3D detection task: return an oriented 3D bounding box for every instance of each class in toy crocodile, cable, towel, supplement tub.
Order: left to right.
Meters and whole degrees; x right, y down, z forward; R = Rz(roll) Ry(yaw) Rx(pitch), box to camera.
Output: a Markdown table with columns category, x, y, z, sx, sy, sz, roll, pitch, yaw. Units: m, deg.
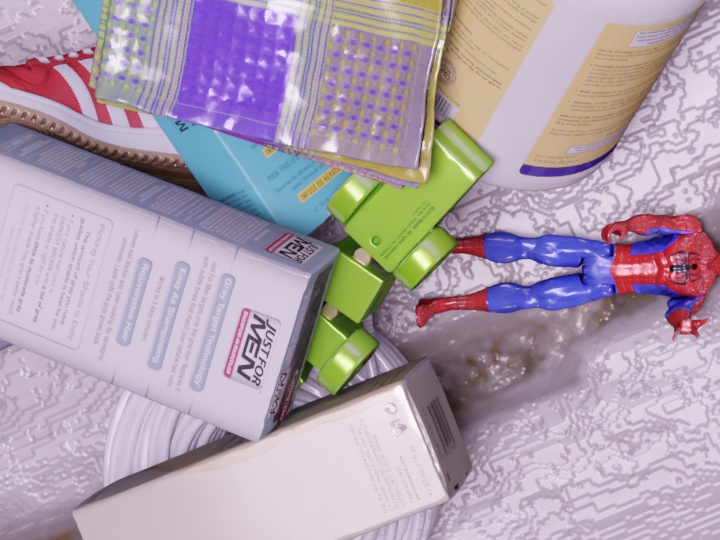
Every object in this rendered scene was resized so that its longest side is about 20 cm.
| category | x | y | z | sx | sy | sz | roll | pitch | yaw |
| --- | --- | --- | --- | --- | --- | --- | --- | --- | --- |
| cable | -0.051 | 0.115 | 1.564 | 0.199 | 0.069 | 0.201 | -23 | 92 | 12 |
| towel | -0.044 | -0.133 | 1.404 | 0.199 | 0.023 | 0.144 | 17 | 107 | 14 |
| toy crocodile | 0.000 | 0.000 | 1.460 | 0.067 | 0.062 | 0.200 | 39 | 111 | 5 |
| supplement tub | 0.108 | -0.155 | 1.432 | 0.145 | 0.145 | 0.200 | 34 | 135 | 5 |

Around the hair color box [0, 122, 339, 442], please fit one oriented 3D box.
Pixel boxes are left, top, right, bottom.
| category | x | y | z | sx | sy | sz | roll | pitch | yaw |
| --- | --- | --- | --- | --- | --- | --- | --- | --- | --- |
| hair color box | -0.122 | 0.005 | 1.432 | 0.199 | 0.061 | 0.099 | 21 | 109 | 11 |

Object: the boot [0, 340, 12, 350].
| category | x | y | z | sx | sy | sz | roll | pitch | yaw |
| --- | --- | --- | --- | --- | --- | --- | --- | --- | --- |
| boot | -0.181 | 0.016 | 1.572 | 0.090 | 0.073 | 0.200 | 42 | 100 | 9 |

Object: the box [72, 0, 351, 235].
| category | x | y | z | sx | sy | sz | roll | pitch | yaw |
| --- | --- | --- | --- | --- | --- | --- | --- | --- | --- |
| box | -0.078 | -0.112 | 1.492 | 0.082 | 0.049 | 0.200 | -41 | 101 | -32 |

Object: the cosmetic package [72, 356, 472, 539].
| category | x | y | z | sx | sy | sz | roll | pitch | yaw |
| --- | --- | --- | --- | --- | --- | --- | --- | --- | --- |
| cosmetic package | -0.046 | 0.121 | 1.477 | 0.199 | 0.104 | 0.073 | -21 | 92 | 10 |

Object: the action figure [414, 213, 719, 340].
| category | x | y | z | sx | sy | sz | roll | pitch | yaw |
| --- | --- | --- | --- | --- | --- | --- | --- | --- | --- |
| action figure | 0.126 | 0.003 | 1.512 | 0.199 | 0.099 | 0.066 | -4 | 96 | 7 |

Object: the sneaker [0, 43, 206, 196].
| category | x | y | z | sx | sy | sz | roll | pitch | yaw |
| --- | --- | --- | --- | --- | --- | --- | --- | --- | --- |
| sneaker | -0.150 | -0.115 | 1.520 | 0.199 | 0.071 | 0.113 | 12 | 70 | -27 |
